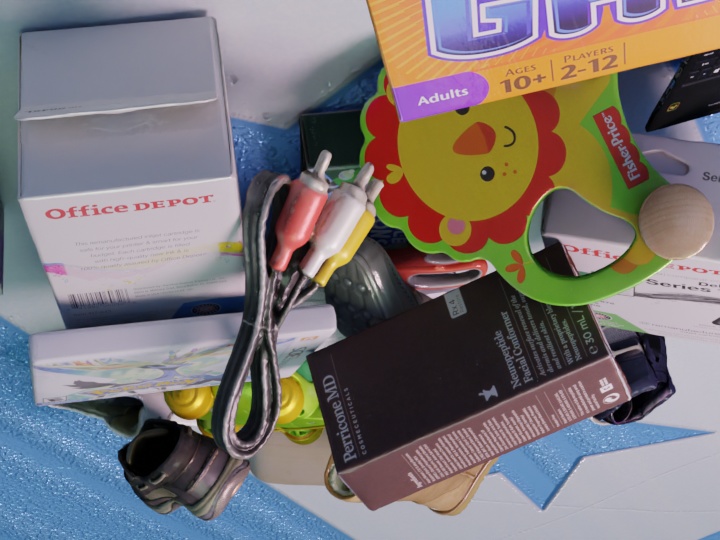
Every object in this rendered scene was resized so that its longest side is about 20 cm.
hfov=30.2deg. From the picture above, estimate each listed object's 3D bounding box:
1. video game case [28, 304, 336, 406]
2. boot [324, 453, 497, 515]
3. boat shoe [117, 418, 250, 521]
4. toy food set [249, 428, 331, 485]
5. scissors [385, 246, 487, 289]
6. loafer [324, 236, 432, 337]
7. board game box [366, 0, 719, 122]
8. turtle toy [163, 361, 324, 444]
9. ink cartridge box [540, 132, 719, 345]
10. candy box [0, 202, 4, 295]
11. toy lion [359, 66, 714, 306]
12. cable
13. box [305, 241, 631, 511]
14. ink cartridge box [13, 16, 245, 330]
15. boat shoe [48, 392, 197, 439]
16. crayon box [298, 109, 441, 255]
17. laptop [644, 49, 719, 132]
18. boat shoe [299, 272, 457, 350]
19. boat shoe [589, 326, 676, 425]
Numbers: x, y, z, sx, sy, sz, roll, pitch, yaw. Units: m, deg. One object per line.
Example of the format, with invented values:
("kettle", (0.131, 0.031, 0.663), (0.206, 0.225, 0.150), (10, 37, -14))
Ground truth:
("video game case", (-0.130, 0.062, 0.934), (0.197, 0.022, 0.182), (-5, 167, -14))
("boot", (0.067, 0.135, 1.177), (0.066, 0.177, 0.199), (23, 177, 33))
("boat shoe", (-0.156, 0.152, 1.095), (0.073, 0.075, 0.199), (42, 156, -18))
("toy food set", (-0.019, 0.156, 1.310), (0.197, 0.061, 0.144), (2, 148, -3))
("scissors", (0.000, 0.000, 0.996), (0.197, 0.014, 0.073), (-7, 152, -5))
("loafer", (0.025, 0.038, 1.000), (0.069, 0.070, 0.201), (26, 153, 32))
("board game box", (0.080, -0.222, 0.578), (0.197, 0.202, 0.201), (-12, 149, 6))
("turtle toy", (-0.070, 0.084, 1.113), (0.197, 0.103, 0.146), (1, 164, 7))
("ink cartridge box", (0.215, -0.020, 0.978), (0.144, 0.085, 0.200), (9, 164, 18))
("candy box", (-0.340, -0.049, 0.866), (0.197, 0.072, 0.169), (-4, 148, -8))
("toy lion", (0.102, -0.066, 0.858), (0.190, 0.202, 0.069), (-28, 178, 10))
("cable", (-0.049, 0.021, 0.822), (0.050, 0.203, 0.097), (18, 177, 36))
("box", (0.071, 0.072, 0.912), (0.198, 0.101, 0.075), (-26, 143, 9))
("ink cartridge box", (-0.141, -0.061, 0.849), (0.127, 0.127, 0.201), (-6, 149, -5))
("boat shoe", (-0.199, 0.117, 1.175), (0.199, 0.070, 0.071), (20, 138, -39))
("crayon box", (0.056, -0.065, 0.968), (0.197, 0.052, 0.126), (-7, 149, -6))
("laptop", (0.305, -0.132, 0.833), (0.175, 0.104, 0.201), (-15, 153, -22))
("boat shoe", (-0.014, 0.015, 1.055), (0.197, 0.071, 0.073), (0, 135, -24))
("boat shoe", (0.205, 0.111, 1.249), (0.074, 0.094, 0.200), (17, 140, -36))
